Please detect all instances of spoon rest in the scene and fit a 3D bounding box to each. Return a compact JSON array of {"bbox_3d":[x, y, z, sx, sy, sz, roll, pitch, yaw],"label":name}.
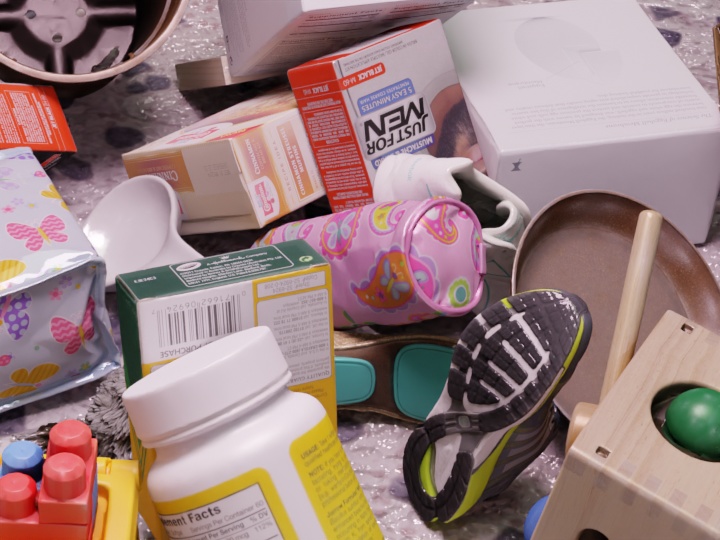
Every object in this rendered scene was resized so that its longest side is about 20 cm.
[{"bbox_3d":[-0.146,-0.011,1.355,0.200,0.061,0.100,28,80,43],"label":"spoon rest"}]

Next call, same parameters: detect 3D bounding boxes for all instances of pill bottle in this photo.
[{"bbox_3d":[-0.054,0.142,1.075,0.114,0.201,0.114,-24,6,3],"label":"pill bottle"}]

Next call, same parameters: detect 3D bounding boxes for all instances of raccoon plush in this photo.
[{"bbox_3d":[-0.144,0.076,1.213,0.199,0.135,0.097,-19,44,-28],"label":"raccoon plush"}]

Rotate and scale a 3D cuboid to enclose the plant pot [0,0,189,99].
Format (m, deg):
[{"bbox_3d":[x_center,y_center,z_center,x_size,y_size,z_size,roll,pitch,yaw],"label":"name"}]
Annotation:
[{"bbox_3d":[-0.243,-0.231,1.511,0.199,0.202,0.198,1,-7,-11],"label":"plant pot"}]

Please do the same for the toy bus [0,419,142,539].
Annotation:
[{"bbox_3d":[-0.175,0.187,1.025,0.135,0.193,0.201,4,39,-4],"label":"toy bus"}]

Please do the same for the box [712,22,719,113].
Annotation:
[{"bbox_3d":[0.352,-0.093,1.482,0.200,0.021,0.164,42,31,-22],"label":"box"}]

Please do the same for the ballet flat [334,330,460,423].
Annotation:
[{"bbox_3d":[0.018,0.068,1.306,0.199,0.071,0.065,7,20,-5],"label":"ballet flat"}]

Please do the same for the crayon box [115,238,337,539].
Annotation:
[{"bbox_3d":[-0.081,0.090,1.168,0.125,0.201,0.052,-11,24,-21],"label":"crayon box"}]

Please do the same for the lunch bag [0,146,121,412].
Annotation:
[{"bbox_3d":[-0.289,0.015,1.286,0.199,0.128,0.170,-19,40,-18],"label":"lunch bag"}]

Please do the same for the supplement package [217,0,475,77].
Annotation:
[{"bbox_3d":[-0.018,-0.252,1.437,0.150,0.153,0.200,-8,-5,-20],"label":"supplement package"}]

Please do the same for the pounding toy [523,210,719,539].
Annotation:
[{"bbox_3d":[0.175,0.109,1.143,0.142,0.201,0.184,29,43,14],"label":"pounding toy"}]

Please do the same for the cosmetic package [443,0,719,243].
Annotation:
[{"bbox_3d":[0.163,-0.114,1.505,0.198,0.123,0.200,-7,39,-16],"label":"cosmetic package"}]

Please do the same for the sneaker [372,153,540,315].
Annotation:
[{"bbox_3d":[0.098,-0.015,1.336,0.080,0.200,0.071,-5,55,50],"label":"sneaker"}]

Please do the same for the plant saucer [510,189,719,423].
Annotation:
[{"bbox_3d":[0.181,0.040,1.313,0.199,0.032,0.201,14,63,-29],"label":"plant saucer"}]

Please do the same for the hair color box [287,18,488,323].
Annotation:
[{"bbox_3d":[0.033,-0.073,1.376,0.111,0.201,0.064,-27,15,-35],"label":"hair color box"}]

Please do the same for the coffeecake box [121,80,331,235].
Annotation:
[{"bbox_3d":[-0.059,-0.098,1.444,0.200,0.073,0.153,-29,16,-36],"label":"coffeecake box"}]

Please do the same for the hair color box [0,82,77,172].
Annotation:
[{"bbox_3d":[-0.317,-0.093,1.369,0.200,0.101,0.062,-4,68,-55],"label":"hair color box"}]

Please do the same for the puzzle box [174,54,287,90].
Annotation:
[{"bbox_3d":[-0.047,-0.185,1.596,0.199,0.026,0.133,-13,7,-21],"label":"puzzle box"}]

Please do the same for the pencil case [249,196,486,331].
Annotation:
[{"bbox_3d":[0.000,0.000,1.302,0.087,0.088,0.199,-32,13,-38],"label":"pencil case"}]

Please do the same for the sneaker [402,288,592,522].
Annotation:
[{"bbox_3d":[0.097,0.081,1.198,0.081,0.200,0.074,-13,57,-40],"label":"sneaker"}]
